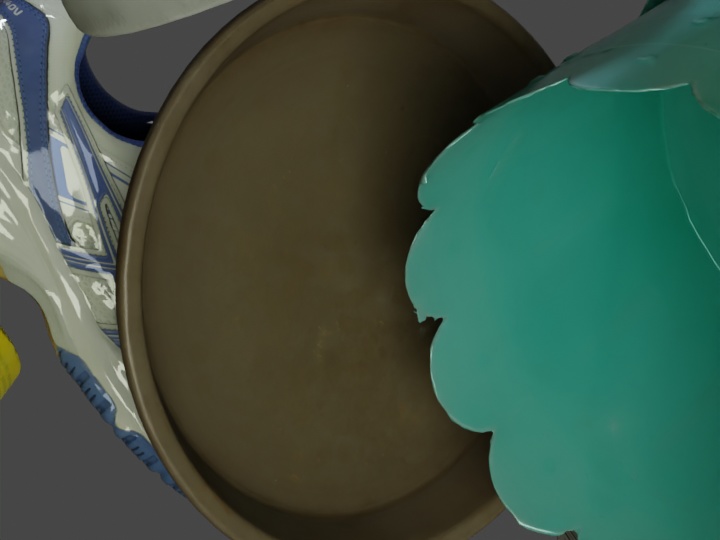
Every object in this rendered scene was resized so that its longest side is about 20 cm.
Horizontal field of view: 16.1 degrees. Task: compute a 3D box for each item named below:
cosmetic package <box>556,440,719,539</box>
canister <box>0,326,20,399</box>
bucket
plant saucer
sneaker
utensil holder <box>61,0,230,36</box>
[{"bbox_3d":[0.174,0.095,0.922,0.198,0.071,0.106,-8,107,-8],"label":"cosmetic package"},{"bbox_3d":[-0.210,0.063,0.781,0.201,0.086,0.149,-55,128,-25],"label":"canister"},{"bbox_3d":[0.129,0.000,0.798,0.135,0.206,0.208,-38,115,-39],"label":"bucket"},{"bbox_3d":[0.000,0.000,0.844,0.199,0.029,0.202,-4,96,-36],"label":"plant saucer"},{"bbox_3d":[-0.067,-0.005,0.844,0.088,0.075,0.200,-37,110,4],"label":"sneaker"},{"bbox_3d":[-0.055,-0.197,0.740,0.169,0.170,0.201,-28,109,-1],"label":"utensil holder"}]
